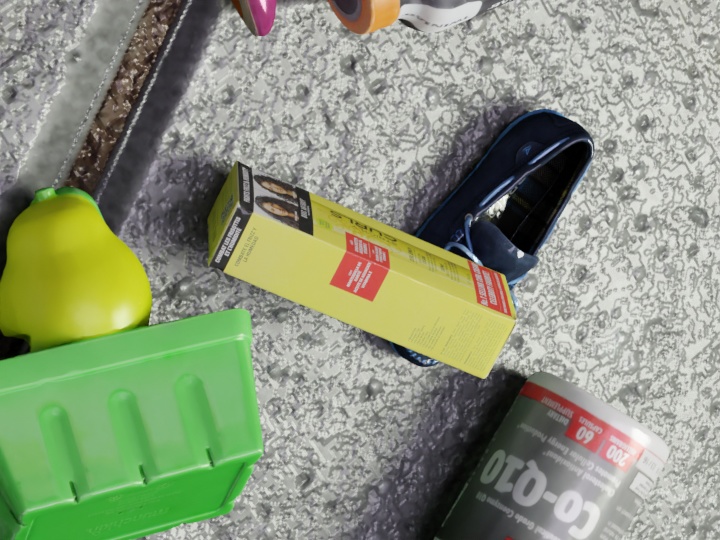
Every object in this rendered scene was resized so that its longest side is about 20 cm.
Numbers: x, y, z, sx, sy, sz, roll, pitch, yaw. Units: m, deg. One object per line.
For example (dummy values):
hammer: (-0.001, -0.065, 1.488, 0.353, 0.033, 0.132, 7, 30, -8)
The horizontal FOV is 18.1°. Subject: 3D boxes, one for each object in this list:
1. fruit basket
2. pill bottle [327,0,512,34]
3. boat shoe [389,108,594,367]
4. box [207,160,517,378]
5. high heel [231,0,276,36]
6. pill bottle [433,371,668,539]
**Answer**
fruit basket: (-0.173, 0.060, 1.396, 0.215, 0.156, 0.216, 9, 57, -14)
pill bottle: (0.071, -0.220, 1.461, 0.200, 0.106, 0.106, -25, 112, -21)
boat shoe: (0.085, -0.023, 1.532, 0.084, 0.069, 0.200, 29, 89, -30)
box: (0.000, 0.000, 1.455, 0.200, 0.075, 0.050, 24, 112, -13)
high heel: (-0.053, -0.251, 1.411, 0.096, 0.067, 0.200, -13, 94, -14)
pill bottle: (0.119, 0.182, 1.570, 0.114, 0.114, 0.200, 33, 84, -30)
